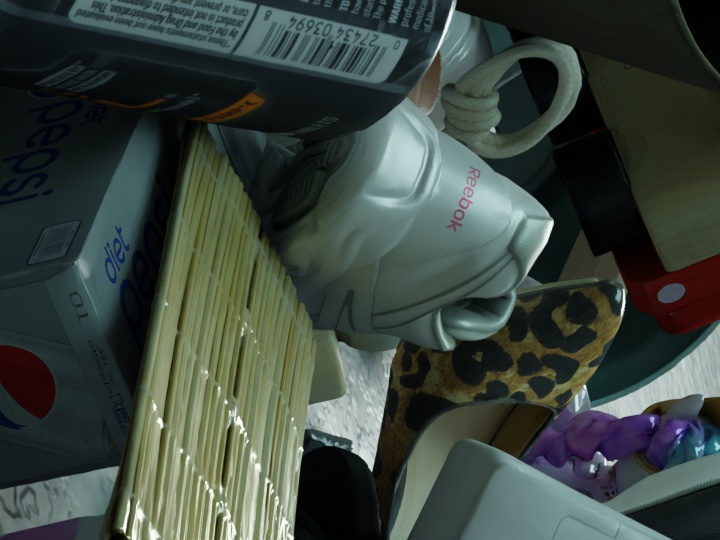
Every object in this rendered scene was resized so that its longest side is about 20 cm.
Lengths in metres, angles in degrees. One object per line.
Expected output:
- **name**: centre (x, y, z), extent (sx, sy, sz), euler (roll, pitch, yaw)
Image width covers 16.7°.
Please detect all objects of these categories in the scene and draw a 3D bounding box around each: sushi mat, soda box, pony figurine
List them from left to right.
- **soda box**: centre (-0.082, -0.017, 0.752), extent (0.200, 0.063, 0.068), euler (-76, 150, -60)
- **sushi mat**: centre (-0.038, 0.043, 0.685), extent (0.200, 0.012, 0.096), euler (-86, 153, -56)
- **pony figurine**: centre (0.078, 0.093, 1.065), extent (0.200, 0.193, 0.167), euler (95, 8, -59)

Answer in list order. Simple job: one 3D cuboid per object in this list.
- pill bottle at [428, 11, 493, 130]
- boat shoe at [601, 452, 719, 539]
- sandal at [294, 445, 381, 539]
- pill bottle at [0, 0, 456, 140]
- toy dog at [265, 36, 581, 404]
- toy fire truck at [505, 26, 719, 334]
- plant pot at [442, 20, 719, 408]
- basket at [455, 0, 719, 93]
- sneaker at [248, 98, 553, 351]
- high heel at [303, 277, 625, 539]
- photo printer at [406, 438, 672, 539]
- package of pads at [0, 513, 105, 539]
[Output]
- **pill bottle**: centre (-0.018, -0.149, 0.999), extent (0.120, 0.120, 0.200), euler (-87, 159, -47)
- **boat shoe**: centre (0.083, 0.134, 0.960), extent (0.076, 0.200, 0.060), euler (59, 7, -46)
- **sandal**: centre (-0.028, 0.115, 0.825), extent (0.048, 0.075, 0.200), euler (28, 22, -15)
- **pill bottle**: centre (-0.074, -0.100, 0.677), extent (0.200, 0.106, 0.106), euler (8, 67, -44)
- **toy dog**: centre (-0.001, -0.042, 0.975), extent (0.096, 0.132, 0.200), euler (-111, -154, -45)
- **toy fire truck**: centre (0.126, -0.032, 1.059), extent (0.200, 0.129, 0.176), euler (60, 10, -48)
- **plant pot**: centre (0.084, -0.048, 1.209), extent (0.134, 0.200, 0.200), euler (51, -12, 53)
- **basket**: centre (0.078, -0.142, 0.861), extent (0.180, 0.200, 0.136), euler (9, 97, -50)
- **sneaker**: centre (0.000, 0.000, 0.850), extent (0.078, 0.099, 0.200), euler (-66, -164, -14)
- **high heel**: centre (0.040, 0.096, 0.886), extent (0.071, 0.200, 0.143), euler (12, 56, -35)
- **photo printer**: centre (0.062, 0.181, 0.826), extent (0.200, 0.166, 0.069), euler (-64, -171, -6)
- **package of pads**: centre (-0.062, 0.171, 0.639), extent (0.200, 0.076, 0.121), euler (-85, 158, -51)
